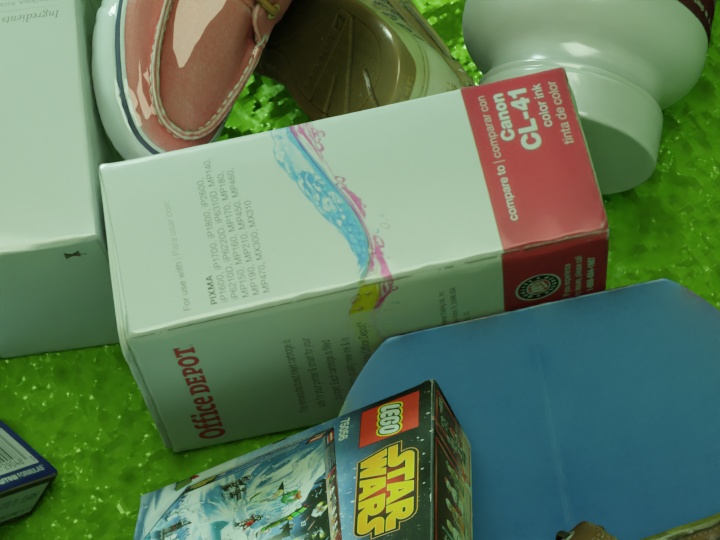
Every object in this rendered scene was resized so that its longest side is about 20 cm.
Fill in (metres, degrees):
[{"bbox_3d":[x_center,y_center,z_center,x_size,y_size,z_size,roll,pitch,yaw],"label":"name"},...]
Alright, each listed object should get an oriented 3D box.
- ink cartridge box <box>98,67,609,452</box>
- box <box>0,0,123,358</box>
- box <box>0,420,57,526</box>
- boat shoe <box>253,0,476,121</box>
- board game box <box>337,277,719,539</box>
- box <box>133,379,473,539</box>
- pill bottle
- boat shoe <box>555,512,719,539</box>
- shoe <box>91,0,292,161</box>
[{"bbox_3d":[0.000,0.000,0.944,0.199,0.148,0.086,-10,66,-1],"label":"ink cartridge box"},{"bbox_3d":[-0.161,-0.075,0.995,0.097,0.124,0.201,-8,68,0],"label":"box"},{"bbox_3d":[-0.238,0.046,0.958,0.200,0.121,0.032,40,111,16],"label":"box"},{"bbox_3d":[-0.012,-0.108,1.012,0.073,0.063,0.200,-59,38,20],"label":"boat shoe"},{"bbox_3d":[0.082,0.087,0.940,0.199,0.039,0.159,-13,102,-2],"label":"board game box"},{"bbox_3d":[-0.026,0.132,0.822,0.137,0.040,0.200,-23,27,15],"label":"box"},{"bbox_3d":[0.109,-0.143,1.012,0.112,0.113,0.201,10,69,7],"label":"pill bottle"},{"bbox_3d":[0.098,0.137,0.901,0.199,0.072,0.068,-13,76,4],"label":"boat shoe"},{"bbox_3d":[-0.050,-0.139,0.955,0.071,0.091,0.201,32,59,-31],"label":"shoe"}]
